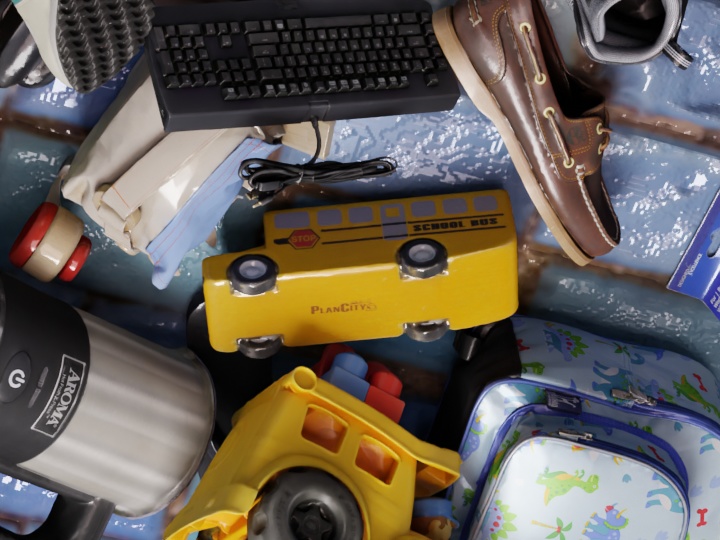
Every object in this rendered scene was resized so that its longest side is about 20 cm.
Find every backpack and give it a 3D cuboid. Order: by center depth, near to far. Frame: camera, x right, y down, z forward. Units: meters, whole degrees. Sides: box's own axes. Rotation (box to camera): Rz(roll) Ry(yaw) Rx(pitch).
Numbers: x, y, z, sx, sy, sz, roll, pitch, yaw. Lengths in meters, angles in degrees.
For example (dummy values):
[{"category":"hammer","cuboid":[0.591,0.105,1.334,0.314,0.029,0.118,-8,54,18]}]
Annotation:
[{"category":"backpack","cuboid":[0.149,0.142,1.628,0.199,0.147,0.184,10,122,-14]}]

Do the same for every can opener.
[{"category":"can opener","cuboid":[-0.149,-0.187,1.456,0.063,0.079,0.200,35,99,-35]}]

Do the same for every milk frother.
[{"category":"milk frother","cuboid":[-0.233,0.079,1.575,0.188,0.200,0.181,29,101,-42]}]

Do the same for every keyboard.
[{"category":"keyboard","cuboid":[-0.028,-0.103,1.450,0.199,0.128,0.021,-7,164,-30]}]

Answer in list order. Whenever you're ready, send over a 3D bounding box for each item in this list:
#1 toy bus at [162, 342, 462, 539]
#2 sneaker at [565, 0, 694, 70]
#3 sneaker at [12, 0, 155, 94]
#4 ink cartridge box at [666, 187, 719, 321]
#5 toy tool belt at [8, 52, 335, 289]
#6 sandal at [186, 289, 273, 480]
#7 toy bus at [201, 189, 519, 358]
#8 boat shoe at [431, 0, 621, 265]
[{"category":"toy bus","cuboid":[-0.001,0.146,1.559,0.200,0.193,0.136,32,148,-13]},{"category":"sneaker","cuboid":[0.124,-0.193,1.442,0.200,0.114,0.075,36,112,-23]},{"category":"sneaker","cuboid":[-0.177,-0.188,1.365,0.070,0.093,0.200,-38,146,-17]},{"category":"ink cartridge box","cuboid":[0.312,0.011,1.626,0.199,0.039,0.100,17,119,-14]},{"category":"toy tool belt","cuboid":[-0.114,-0.046,1.507,0.123,0.125,0.200,34,114,-13]},{"category":"sandal","cuboid":[-0.080,0.104,1.644,0.076,0.043,0.201,-12,121,3]},{"category":"toy bus","cuboid":[0.000,0.000,1.565,0.199,0.078,0.065,-6,132,-2]},{"category":"boat shoe","cuboid":[0.120,-0.092,1.528,0.070,0.071,0.200,-25,120,15]}]
